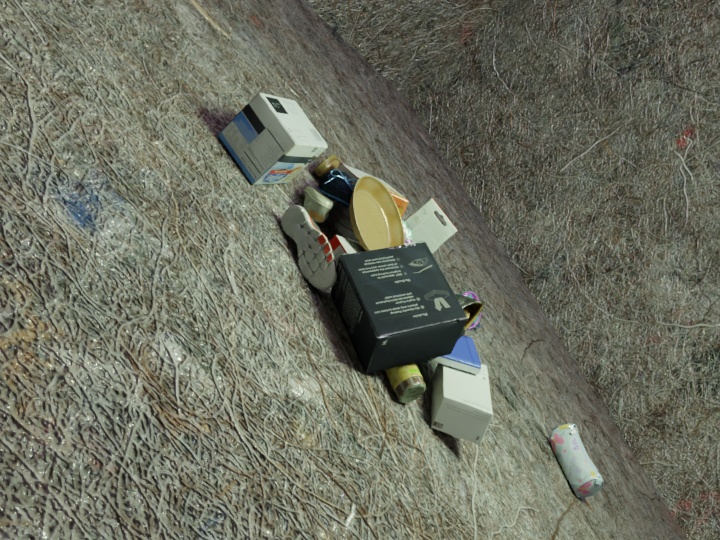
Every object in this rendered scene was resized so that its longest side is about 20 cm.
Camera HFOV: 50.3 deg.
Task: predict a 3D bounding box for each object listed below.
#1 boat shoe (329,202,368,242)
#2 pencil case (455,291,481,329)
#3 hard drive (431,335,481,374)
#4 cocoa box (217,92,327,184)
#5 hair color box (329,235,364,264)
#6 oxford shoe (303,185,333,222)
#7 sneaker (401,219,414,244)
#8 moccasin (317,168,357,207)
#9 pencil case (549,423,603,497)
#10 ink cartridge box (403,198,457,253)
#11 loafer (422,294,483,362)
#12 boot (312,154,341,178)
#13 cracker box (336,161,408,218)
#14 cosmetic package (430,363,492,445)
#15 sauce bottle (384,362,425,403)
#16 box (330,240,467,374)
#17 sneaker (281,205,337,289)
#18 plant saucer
[{"bbox_3d":[-0.023,-0.122,1.759,0.072,0.067,0.200,17,17,-30],"label":"boat shoe"},{"bbox_3d":[0.197,0.096,1.768,0.199,0.091,0.087,-9,-78,63],"label":"pencil case"},{"bbox_3d":[0.156,0.156,1.649,0.195,0.026,0.133,17,22,-9],"label":"hard drive"},{"bbox_3d":[-0.182,-0.273,1.617,0.135,0.130,0.200,53,17,4],"label":"cocoa box"},{"bbox_3d":[0.000,0.000,1.663,0.112,0.064,0.199,57,19,23],"label":"hair color box"},{"bbox_3d":[-0.099,-0.147,1.718,0.074,0.059,0.200,26,8,-11],"label":"oxford shoe"},{"bbox_3d":[0.077,-0.031,1.852,0.139,0.078,0.202,-37,91,-29],"label":"sneaker"},{"bbox_3d":[-0.056,-0.198,1.755,0.079,0.069,0.200,30,6,-26],"label":"moccasin"},{"bbox_3d":[0.594,0.521,2.111,0.083,0.090,0.202,38,23,-35],"label":"pencil case"},{"bbox_3d":[0.139,-0.078,1.933,0.110,0.199,0.050,50,12,0],"label":"ink cartridge box"},{"bbox_3d":[0.183,0.114,1.578,0.200,0.071,0.074,-48,121,-38],"label":"loafer"},{"bbox_3d":[-0.028,-0.201,1.982,0.202,0.066,0.175,54,18,1],"label":"boot"},{"bbox_3d":[0.021,-0.191,1.846,0.131,0.059,0.200,20,14,-23],"label":"cracker box"},{"bbox_3d":[0.207,0.260,1.591,0.110,0.083,0.201,18,20,-3],"label":"cosmetic package"},{"bbox_3d":[0.063,0.160,1.509,0.064,0.064,0.203,27,31,-52],"label":"sauce bottle"},{"bbox_3d":[0.068,0.067,1.469,0.192,0.119,0.203,-9,52,-24],"label":"box"},{"bbox_3d":[-0.086,-0.043,1.516,0.082,0.076,0.203,36,24,-56],"label":"sneaker"},{"bbox_3d":[0.030,-0.106,1.689,0.199,0.035,0.205,32,49,-46],"label":"plant saucer"}]
